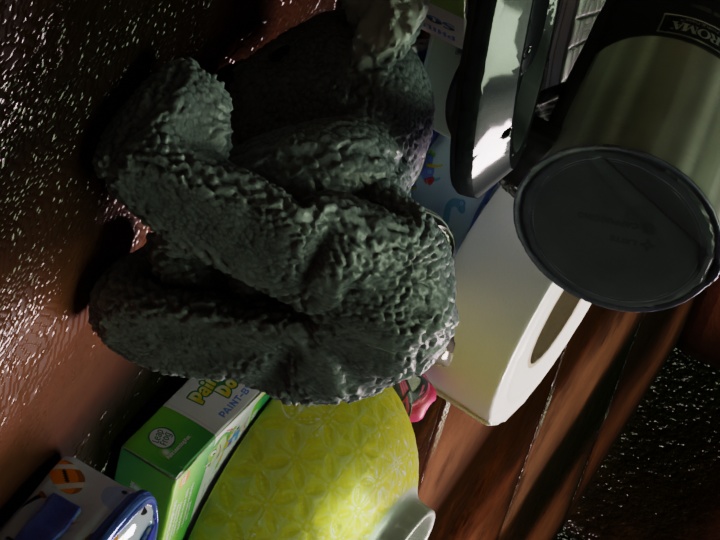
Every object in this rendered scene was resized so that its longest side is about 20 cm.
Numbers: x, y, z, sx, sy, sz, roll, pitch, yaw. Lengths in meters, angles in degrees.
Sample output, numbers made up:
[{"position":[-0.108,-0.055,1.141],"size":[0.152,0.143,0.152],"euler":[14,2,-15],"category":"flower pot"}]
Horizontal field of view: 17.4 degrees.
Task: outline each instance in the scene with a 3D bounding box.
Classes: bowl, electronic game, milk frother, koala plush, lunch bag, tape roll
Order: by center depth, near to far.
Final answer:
[{"position":[0.074,-0.135,1.173],"size":[0.200,0.041,0.201],"euler":[13,90,-82],"category":"electronic game"},{"position":[-0.019,-0.052,1.183],"size":[0.178,0.183,0.200],"euler":[102,8,-50],"category":"koala plush"},{"position":[-0.180,0.203,1.239],"size":[0.200,0.075,0.161],"euler":[-53,162,-41],"category":"lunch bag"},{"position":[0.141,-0.055,1.367],"size":[0.188,0.180,0.200],"euler":[-61,157,-44],"category":"milk frother"},{"position":[-0.018,0.158,1.486],"size":[0.200,0.108,0.200],"euler":[-54,166,-20],"category":"bowl"},{"position":[0.118,0.008,1.672],"size":[0.203,0.071,0.203],"euler":[-54,166,-20],"category":"tape roll"},{"position":[0.077,-0.052,1.711],"size":[0.161,0.082,0.200],"euler":[-57,166,-28],"category":"lunch bag"}]

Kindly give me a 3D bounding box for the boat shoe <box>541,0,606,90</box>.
[{"position":[0.123,-0.129,1.490],"size":[0.074,0.065,0.202],"euler":[-31,143,-38],"category":"boat shoe"}]

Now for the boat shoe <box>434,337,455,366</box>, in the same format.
[{"position":[0.020,0.011,1.560],"size":[0.200,0.074,0.074],"euler":[-138,-121,-72],"category":"boat shoe"}]

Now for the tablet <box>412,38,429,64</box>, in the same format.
[{"position":[-0.008,-0.057,1.525],"size":[0.200,0.014,0.130],"euler":[-65,167,14],"category":"tablet"}]

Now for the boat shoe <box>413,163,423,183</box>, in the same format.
[{"position":[0.005,-0.068,1.401],"size":[0.073,0.065,0.200],"euler":[-62,161,5],"category":"boat shoe"}]

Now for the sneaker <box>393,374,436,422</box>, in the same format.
[{"position":[-0.014,0.118,1.677],"size":[0.081,0.075,0.200],"euler":[-55,180,-35],"category":"sneaker"}]

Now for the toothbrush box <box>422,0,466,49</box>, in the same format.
[{"position":[0.055,-0.232,1.251],"size":[0.146,0.086,0.200],"euler":[-59,166,-16],"category":"toothbrush box"}]

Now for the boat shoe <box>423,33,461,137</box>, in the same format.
[{"position":[0.081,-0.184,1.504],"size":[0.072,0.070,0.201],"euler":[-68,173,-60],"category":"boat shoe"}]

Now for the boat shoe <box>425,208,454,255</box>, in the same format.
[{"position":[0.000,0.000,1.414],"size":[0.200,0.066,0.070],"euler":[-8,103,-48],"category":"boat shoe"}]

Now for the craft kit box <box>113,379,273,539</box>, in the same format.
[{"position":[-0.091,0.126,1.472],"size":[0.198,0.048,0.200],"euler":[-49,163,-44],"category":"craft kit box"}]
